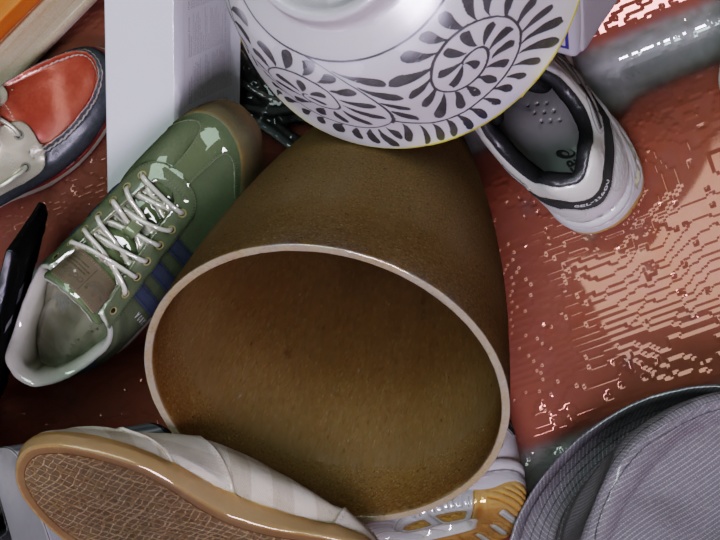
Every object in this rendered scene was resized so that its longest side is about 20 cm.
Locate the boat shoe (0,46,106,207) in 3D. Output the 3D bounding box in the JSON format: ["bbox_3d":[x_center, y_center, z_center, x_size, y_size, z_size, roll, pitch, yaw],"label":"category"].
[{"bbox_3d":[-0.238,-0.077,1.191,0.200,0.063,0.071,-35,68,10],"label":"boat shoe"}]

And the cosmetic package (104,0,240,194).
[{"bbox_3d":[-0.109,-0.118,1.095,0.051,0.083,0.200,10,111,21],"label":"cosmetic package"}]

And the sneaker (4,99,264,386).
[{"bbox_3d":[-0.130,-0.005,1.044,0.067,0.090,0.200,44,122,6],"label":"sneaker"}]

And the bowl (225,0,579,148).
[{"bbox_3d":[0.001,-0.161,0.918,0.201,0.094,0.201,1,92,26],"label":"bowl"}]

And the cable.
[{"bbox_3d":[-0.072,-0.106,1.140,0.200,0.050,0.097,43,95,22],"label":"cable"}]

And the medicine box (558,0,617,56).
[{"bbox_3d":[0.067,-0.234,1.044,0.200,0.103,0.182,20,55,22],"label":"medicine box"}]

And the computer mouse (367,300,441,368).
[{"bbox_3d":[-0.024,0.038,1.109,0.200,0.034,0.059,2,64,16],"label":"computer mouse"}]

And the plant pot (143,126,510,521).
[{"bbox_3d":[0.000,0.000,1.014,0.186,0.186,0.200,-8,36,19],"label":"plant pot"}]

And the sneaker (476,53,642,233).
[{"bbox_3d":[0.085,-0.113,1.055,0.076,0.088,0.200,-42,67,10],"label":"sneaker"}]

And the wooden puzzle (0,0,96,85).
[{"bbox_3d":[-0.233,-0.235,1.233,0.200,0.037,0.185,-41,68,9],"label":"wooden puzzle"}]

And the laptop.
[{"bbox_3d":[-0.260,0.056,1.096,0.103,0.177,0.200,14,100,-7],"label":"laptop"}]

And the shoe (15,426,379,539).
[{"bbox_3d":[-0.080,0.126,0.970,0.200,0.053,0.070,21,115,-4],"label":"shoe"}]

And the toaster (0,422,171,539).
[{"bbox_3d":[-0.157,0.195,1.042,0.200,0.119,0.181,-35,68,41],"label":"toaster"}]

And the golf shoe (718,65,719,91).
[{"bbox_3d":[0.225,-0.182,1.041,0.094,0.078,0.200,21,99,53],"label":"golf shoe"}]

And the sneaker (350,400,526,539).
[{"bbox_3d":[-0.002,0.121,1.069,0.200,0.076,0.088,-13,57,17],"label":"sneaker"}]

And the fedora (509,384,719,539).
[{"bbox_3d":[0.169,0.134,0.954,0.200,0.090,0.177,-29,62,-5],"label":"fedora"}]
